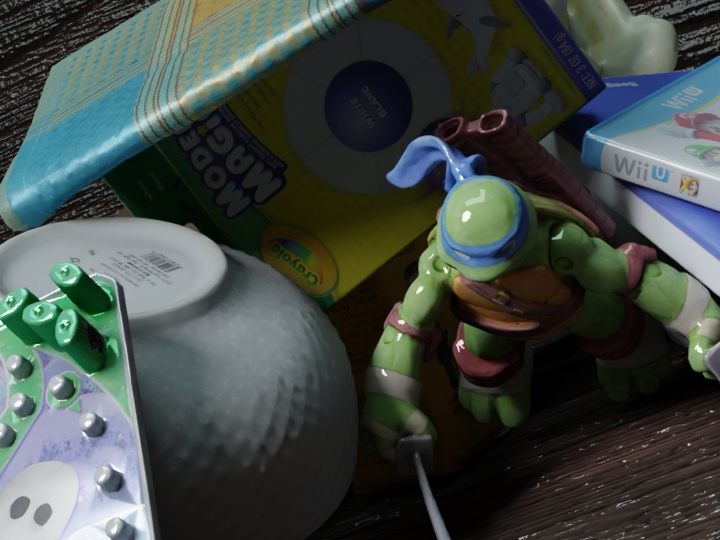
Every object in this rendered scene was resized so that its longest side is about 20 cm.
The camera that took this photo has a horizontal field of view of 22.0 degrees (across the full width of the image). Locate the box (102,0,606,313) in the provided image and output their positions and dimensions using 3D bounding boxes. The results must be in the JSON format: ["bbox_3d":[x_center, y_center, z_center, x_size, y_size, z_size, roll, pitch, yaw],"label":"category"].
[{"bbox_3d":[-0.007,-0.064,0.808,0.199,0.118,0.048,-39,7,0],"label":"box"}]

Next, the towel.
[{"bbox_3d":[-0.056,-0.097,0.763,0.199,0.022,0.147,-28,25,17],"label":"towel"}]

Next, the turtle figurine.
[{"bbox_3d":[0.078,0.048,0.757,0.144,0.200,0.194,-45,-17,3],"label":"turtle figurine"}]

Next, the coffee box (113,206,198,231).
[{"bbox_3d":[-0.066,0.022,1.055,0.113,0.080,0.199,-39,-29,19],"label":"coffee box"}]

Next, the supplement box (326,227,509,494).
[{"bbox_3d":[0.000,0.000,0.879,0.068,0.202,0.066,-19,5,35],"label":"supplement box"}]

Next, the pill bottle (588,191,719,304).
[{"bbox_3d":[0.154,-0.031,1.017,0.113,0.115,0.200,-25,5,-24],"label":"pill bottle"}]

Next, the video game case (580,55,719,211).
[{"bbox_3d":[0.212,-0.043,0.776,0.199,0.018,0.143,21,31,30],"label":"video game case"}]

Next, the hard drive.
[{"bbox_3d":[0.170,-0.040,0.815,0.131,0.026,0.200,-7,28,-22],"label":"hard drive"}]

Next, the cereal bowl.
[{"bbox_3d":[-0.098,0.036,0.713,0.197,0.084,0.201,0,25,0],"label":"cereal bowl"}]

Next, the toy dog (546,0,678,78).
[{"bbox_3d":[0.032,-0.149,0.957,0.193,0.141,0.199,-32,-35,32],"label":"toy dog"}]

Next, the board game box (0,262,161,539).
[{"bbox_3d":[-0.157,0.112,0.595,0.198,0.202,0.026,-23,-36,13],"label":"board game box"}]
